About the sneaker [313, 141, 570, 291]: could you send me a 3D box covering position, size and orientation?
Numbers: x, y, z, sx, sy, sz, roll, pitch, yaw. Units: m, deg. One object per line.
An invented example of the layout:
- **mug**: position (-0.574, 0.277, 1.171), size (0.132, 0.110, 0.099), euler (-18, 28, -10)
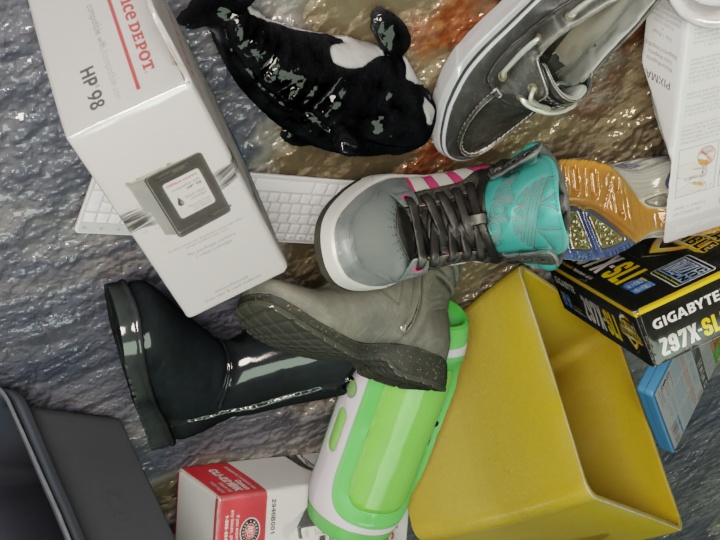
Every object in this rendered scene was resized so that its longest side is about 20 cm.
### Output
- **sneaker**: position (0.073, -0.032, 0.785), size (0.120, 0.085, 0.199), euler (-7, -172, 42)

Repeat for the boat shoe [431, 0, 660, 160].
- **boat shoe**: position (0.113, -0.132, 0.765), size (0.071, 0.071, 0.201), euler (3, 139, -38)

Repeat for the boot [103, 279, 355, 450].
- **boot**: position (-0.085, 0.050, 0.860), size (0.166, 0.077, 0.201), euler (-17, 150, -10)

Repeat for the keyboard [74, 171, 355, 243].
- **keyboard**: position (-0.088, -0.043, 0.799), size (0.198, 0.011, 0.057), euler (2, 136, -36)

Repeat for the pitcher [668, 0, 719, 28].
- **pitcher**: position (0.256, -0.232, 0.684), size (0.169, 0.122, 0.202), euler (-2, 125, 14)

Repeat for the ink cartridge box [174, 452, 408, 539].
- **ink cartridge box**: position (-0.058, 0.244, 1.069), size (0.198, 0.083, 0.147), euler (-1, 100, -35)

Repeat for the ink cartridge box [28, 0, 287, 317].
- **ink cartridge box**: position (-0.111, -0.083, 0.637), size (0.066, 0.117, 0.201), euler (-24, 143, -1)

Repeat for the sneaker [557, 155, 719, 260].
- **sneaker**: position (0.195, -0.049, 0.928), size (0.197, 0.077, 0.088), euler (-2, -176, -3)

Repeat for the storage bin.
- **storage bin**: position (-0.217, 0.196, 0.870), size (0.145, 0.201, 0.134), euler (-42, 152, 21)

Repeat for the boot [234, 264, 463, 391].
- **boot**: position (0.000, 0.000, 0.835), size (0.067, 0.133, 0.199), euler (-1, 163, 43)

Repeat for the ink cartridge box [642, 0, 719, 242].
- **ink cartridge box**: position (0.272, -0.135, 0.848), size (0.161, 0.057, 0.202), euler (-16, 130, -18)

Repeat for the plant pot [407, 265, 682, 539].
- **plant pot**: position (0.135, 0.146, 1.051), size (0.175, 0.202, 0.199), euler (-28, 148, 24)

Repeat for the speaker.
- **speaker**: position (0.020, 0.116, 0.968), size (0.088, 0.088, 0.202), euler (3, 115, -37)

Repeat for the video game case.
- **video game case**: position (0.306, 0.049, 1.087), size (0.201, 0.018, 0.143), euler (-59, 148, -15)

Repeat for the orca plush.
- **orca plush**: position (-0.012, -0.105, 0.716), size (0.105, 0.072, 0.200), euler (-35, 145, 10)

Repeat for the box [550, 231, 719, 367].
- **box**: position (0.249, -0.002, 0.936), size (0.158, 0.200, 0.050), euler (-26, 104, -3)
